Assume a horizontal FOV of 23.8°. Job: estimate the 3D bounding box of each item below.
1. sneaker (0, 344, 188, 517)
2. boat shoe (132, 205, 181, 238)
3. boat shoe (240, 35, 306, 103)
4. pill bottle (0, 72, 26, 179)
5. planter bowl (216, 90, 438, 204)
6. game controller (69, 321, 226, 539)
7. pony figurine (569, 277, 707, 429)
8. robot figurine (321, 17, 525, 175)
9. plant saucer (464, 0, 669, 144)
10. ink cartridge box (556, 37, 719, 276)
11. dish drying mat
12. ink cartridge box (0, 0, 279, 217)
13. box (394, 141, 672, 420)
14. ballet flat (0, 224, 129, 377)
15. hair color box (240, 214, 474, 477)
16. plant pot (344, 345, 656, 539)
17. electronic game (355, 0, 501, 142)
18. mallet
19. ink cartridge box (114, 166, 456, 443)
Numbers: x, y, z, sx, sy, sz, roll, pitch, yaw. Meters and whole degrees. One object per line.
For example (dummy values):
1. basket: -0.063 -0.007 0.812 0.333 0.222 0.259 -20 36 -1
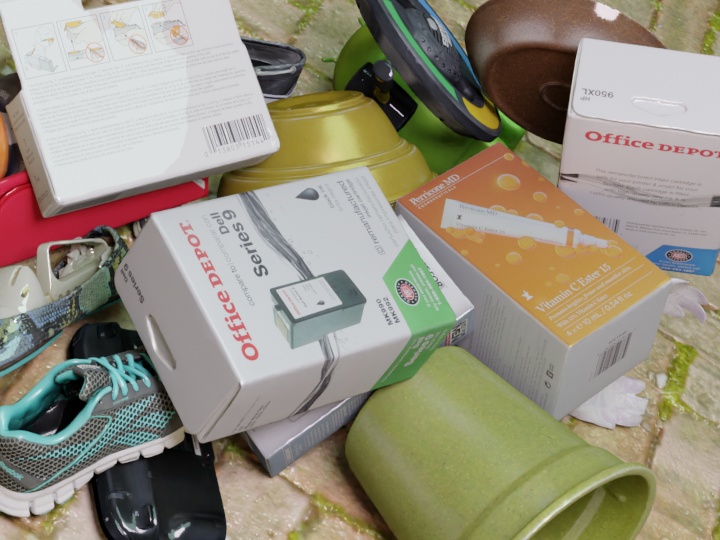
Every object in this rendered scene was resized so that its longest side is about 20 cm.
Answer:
1. sneaker: -0.176 0.092 1.190 0.199 0.092 0.078 -34 62 -27
2. boat shoe: -0.097 -0.001 1.406 0.199 0.065 0.072 39 43 6
3. boat shoe: -0.142 -0.195 1.564 0.198 0.068 0.074 10 45 -28
4. pill bottle: -0.236 -0.109 1.382 0.199 0.106 0.107 -9 56 -41
5. planter bowl: -0.036 -0.104 1.447 0.200 0.199 0.084 -21 108 -46
6. game controller: -0.157 0.125 1.269 0.104 0.042 0.201 21 40 -40
7. pony figurine: 0.184 0.042 1.521 0.191 0.168 0.201 7 31 -21
8. robot figurine: 0.059 -0.164 1.641 0.199 0.116 0.176 37 47 2
9. plant saucer: 0.178 -0.161 1.463 0.199 0.200 0.037 27 64 -10
10. ink cartridge box: 0.238 -0.090 1.412 0.143 0.201 0.085 8 58 6
11. dish drying mat: -0.206 -0.062 1.349 0.199 0.077 0.018 -22 43 -32
12. ink cartridge box: -0.179 -0.151 1.329 0.199 0.045 0.178 -16 85 -32
13. box: 0.133 0.008 1.387 0.124 0.098 0.200 -30 56 -31
14. ballet flat: -0.240 0.018 1.276 0.074 0.074 0.200 41 33 7
15. hair color box: -0.018 0.058 1.327 0.199 0.061 0.099 -35 72 -11
16. plant pot: 0.092 0.164 1.302 0.199 0.201 0.184 -13 47 -43
17. electronic game: 0.060 -0.197 1.505 0.200 0.041 0.201 47 19 -21
18. mallet: 0.011 -0.165 1.475 0.066 0.041 0.200 40 -2 8
19. ink cartridge box: -0.053 0.021 1.218 0.199 0.084 0.147 -15 66 -38
